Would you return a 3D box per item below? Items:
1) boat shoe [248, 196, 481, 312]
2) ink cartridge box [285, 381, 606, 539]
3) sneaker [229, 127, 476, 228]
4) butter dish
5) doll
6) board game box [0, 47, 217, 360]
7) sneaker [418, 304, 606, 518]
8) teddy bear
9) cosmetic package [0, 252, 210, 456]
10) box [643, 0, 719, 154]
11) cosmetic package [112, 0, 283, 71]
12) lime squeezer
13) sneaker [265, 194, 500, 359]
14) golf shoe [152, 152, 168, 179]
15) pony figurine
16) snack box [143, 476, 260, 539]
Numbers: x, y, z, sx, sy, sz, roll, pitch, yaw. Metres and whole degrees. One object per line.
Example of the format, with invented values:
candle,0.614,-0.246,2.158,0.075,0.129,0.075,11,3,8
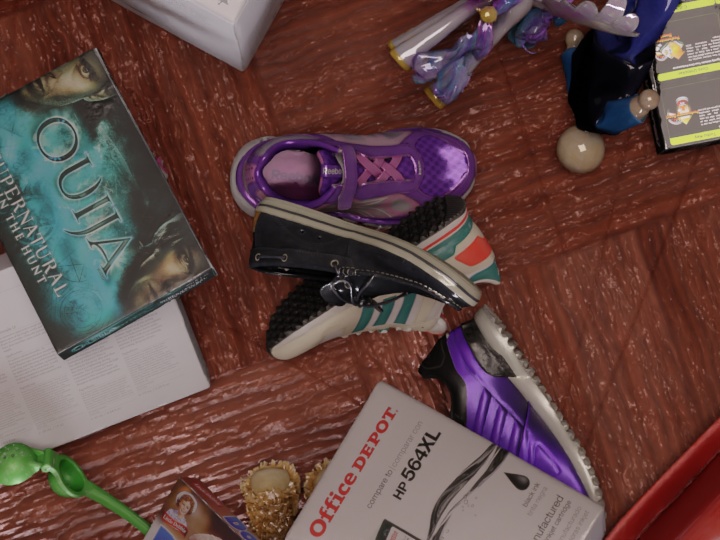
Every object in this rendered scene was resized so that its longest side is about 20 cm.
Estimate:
boat shoe,0.000,0.000,1.475,0.199,0.075,0.063,18,84,26
ink cartridge box,0.064,0.198,1.475,0.199,0.084,0.147,28,76,17
sneaker,-0.005,-0.075,1.555,0.198,0.088,0.081,-2,86,-2
butter dish,0.316,0.226,1.514,0.200,0.148,0.199,-45,88,-2
doll,0.204,-0.165,1.544,0.048,0.137,0.201,9,119,-30
board game box,-0.212,-0.052,1.490,0.135,0.028,0.201,-29,78,-3
sneaker,0.115,0.136,1.561,0.099,0.070,0.201,-32,84,5
teddy bear,-0.045,0.247,1.557,0.144,0.067,0.202,-16,80,-6
cosmetic package,-0.236,0.053,1.542,0.199,0.052,0.152,-21,110,-2
box,0.319,-0.206,1.586,0.198,0.048,0.195,-12,89,-1
cosmetic package,-0.150,-0.267,1.506,0.198,0.200,0.124,29,87,0
lime squeezer,-0.249,0.171,1.533,0.198,0.038,0.071,10,109,-15
sneaker,0.021,0.029,1.558,0.199,0.070,0.094,-34,114,9
golf shoe,-0.256,-0.077,1.561,0.198,0.075,0.092,17,91,1
pony figurine,0.114,-0.214,1.510,0.200,0.193,0.167,-40,97,7
snack box,-0.088,0.248,1.513,0.200,0.024,0.072,40,109,30
